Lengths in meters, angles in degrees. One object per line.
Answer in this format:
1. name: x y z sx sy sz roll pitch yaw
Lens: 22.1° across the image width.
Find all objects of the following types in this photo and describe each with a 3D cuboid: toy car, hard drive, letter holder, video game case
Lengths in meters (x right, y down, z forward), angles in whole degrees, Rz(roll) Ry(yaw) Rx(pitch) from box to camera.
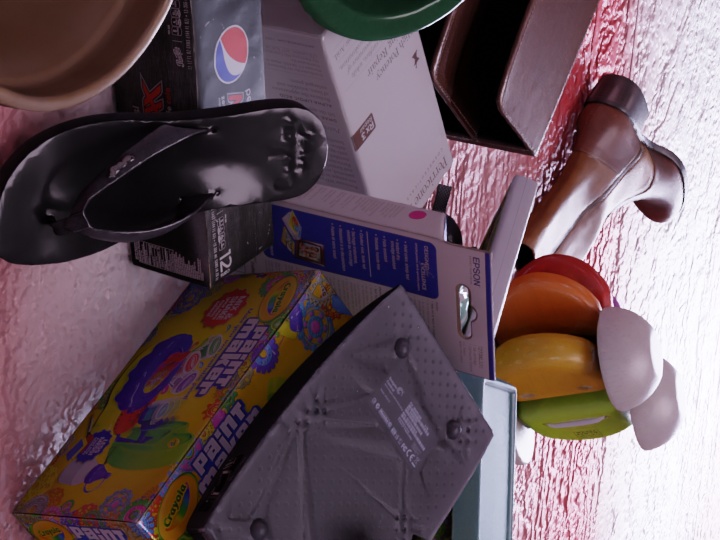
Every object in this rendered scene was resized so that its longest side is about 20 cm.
1. toy car: 0.168 0.068 1.526 0.200 0.175 0.150 50 36 -55
2. hard drive: -0.011 0.118 1.058 0.200 0.042 0.135 -50 120 -33
3. letter holder: 0.096 -0.208 1.326 0.142 0.100 0.200 46 63 -55
4. video game case: 0.075 0.056 1.360 0.182 0.022 0.200 112 -2 -52

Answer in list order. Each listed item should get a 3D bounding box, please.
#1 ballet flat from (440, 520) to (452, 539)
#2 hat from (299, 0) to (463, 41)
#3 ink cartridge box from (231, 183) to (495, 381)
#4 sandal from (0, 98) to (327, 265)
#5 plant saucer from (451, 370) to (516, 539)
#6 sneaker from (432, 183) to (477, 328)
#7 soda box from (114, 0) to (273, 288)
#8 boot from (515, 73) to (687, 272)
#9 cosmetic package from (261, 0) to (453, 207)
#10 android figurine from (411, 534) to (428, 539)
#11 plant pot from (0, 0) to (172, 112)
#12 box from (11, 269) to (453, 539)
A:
1. ballet flat: 0.057 0.180 1.208 0.071 0.069 0.200 42 57 -10
2. hat: -0.011 -0.252 1.131 0.200 0.176 0.166 -5 124 -43
3. ink cartridge box: 0.000 0.000 1.148 0.037 0.200 0.095 -42 138 -44
4. sandal: -0.109 -0.052 1.009 0.200 0.043 0.076 -18 120 -18
5. plant saucer: 0.078 0.163 1.164 0.070 0.019 0.201 23 66 -61
6. sneaker: 0.047 -0.008 1.328 0.200 0.078 0.140 115 -5 -64
7. soda box: -0.098 -0.097 1.073 0.071 0.063 0.200 -37 134 -49
8. boot: 0.216 -0.042 1.641 0.200 0.068 0.188 -61 148 -23
9. cosmetic package: -0.007 -0.115 1.216 0.102 0.074 0.200 -56 144 -30
10. android figurine: 0.004 0.247 1.043 0.200 0.041 0.182 -62 159 -4
11. plant pot: -0.172 -0.181 0.877 0.201 0.093 0.201 -31 129 -50
12. box: -0.064 0.137 1.119 0.193 0.122 0.200 56 53 -27
